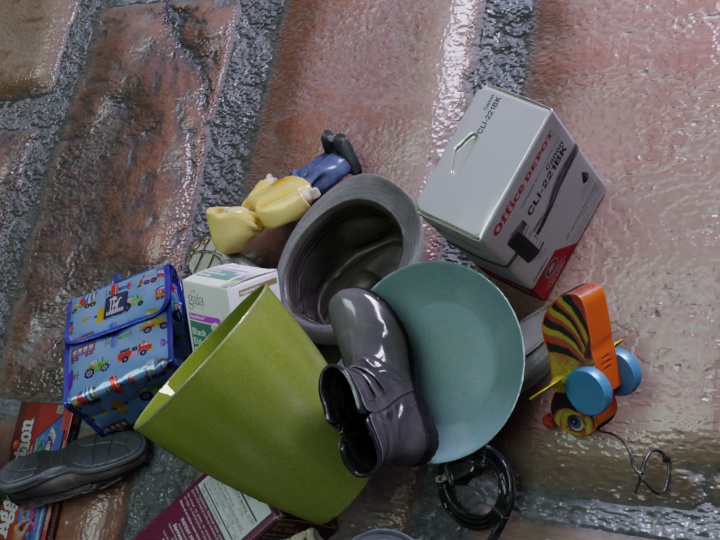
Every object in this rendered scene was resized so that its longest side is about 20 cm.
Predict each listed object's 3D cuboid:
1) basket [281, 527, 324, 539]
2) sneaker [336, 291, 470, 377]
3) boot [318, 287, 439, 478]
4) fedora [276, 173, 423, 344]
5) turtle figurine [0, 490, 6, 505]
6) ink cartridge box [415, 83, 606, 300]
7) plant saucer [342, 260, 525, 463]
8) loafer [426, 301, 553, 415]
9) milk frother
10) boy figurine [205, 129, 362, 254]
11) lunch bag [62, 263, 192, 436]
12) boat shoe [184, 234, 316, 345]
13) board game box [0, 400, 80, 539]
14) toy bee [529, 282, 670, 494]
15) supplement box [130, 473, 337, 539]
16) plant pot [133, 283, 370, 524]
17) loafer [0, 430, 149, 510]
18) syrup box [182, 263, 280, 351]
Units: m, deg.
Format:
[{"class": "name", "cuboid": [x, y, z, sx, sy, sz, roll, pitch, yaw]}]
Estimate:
[{"class": "basket", "cuboid": [-0.052, 0.368, 0.962, 0.123, 0.136, 0.200, -31, 103, 12]}, {"class": "sneaker", "cuboid": [0.053, 0.096, 1.089, 0.200, 0.079, 0.079, -38, 66, 17]}, {"class": "boot", "cuboid": [0.002, 0.095, 0.952, 0.070, 0.132, 0.201, -36, 66, 20]}, {"class": "fedora", "cuboid": [0.000, 0.000, 1.145, 0.177, 0.090, 0.200, 33, 88, 34]}, {"class": "turtle figurine", "cuboid": [-0.566, 0.262, 1.314, 0.193, 0.200, 0.145, 0, 82, 29]}, {"class": "ink cartridge box", "cuboid": [0.157, -0.073, 1.017, 0.084, 0.200, 0.145, 28, 87, 34]}, {"class": "plant saucer", "cuboid": [0.076, 0.091, 1.010, 0.200, 0.039, 0.202, -5, 80, 29]}, {"class": "loafer", "cuboid": [0.135, 0.098, 1.036, 0.200, 0.070, 0.070, -42, 23, 9]}, {"class": "milk frother", "cuboid": [0.068, 0.261, 0.951, 0.180, 0.188, 0.200, -34, 59, 14]}, {"class": "boy figurine", "cuboid": [-0.099, -0.092, 1.208, 0.200, 0.065, 0.124, -33, 27, -15]}, {"class": "lunch bag", "cuboid": [-0.295, 0.085, 1.286, 0.150, 0.094, 0.201, -23, 51, 7]}, {"class": "boat shoe", "cuboid": [-0.124, 0.032, 1.218, 0.200, 0.073, 0.075, 44, 87, 14]}, {"class": "board game box", "cuboid": [-0.432, 0.275, 1.332, 0.103, 0.019, 0.201, -1, 71, 30]}, {"class": "toy bee", "cuboid": [0.210, 0.118, 0.974, 0.109, 0.130, 0.201, -17, 73, 50]}, {"class": "supplement box", "cuboid": [-0.147, 0.296, 1.095, 0.200, 0.131, 0.103, -42, 57, 9]}, {"class": "plant pot", "cuboid": [-0.085, 0.149, 0.988, 0.200, 0.187, 0.187, 44, 98, -8]}, {"class": "loafer", "cuboid": [-0.356, 0.255, 1.273, 0.199, 0.063, 0.072, -14, 32, 7]}, {"class": "syrup box", "cuboid": [-0.134, 0.098, 1.129, 0.079, 0.081, 0.201, 8, 111, 41]}]
